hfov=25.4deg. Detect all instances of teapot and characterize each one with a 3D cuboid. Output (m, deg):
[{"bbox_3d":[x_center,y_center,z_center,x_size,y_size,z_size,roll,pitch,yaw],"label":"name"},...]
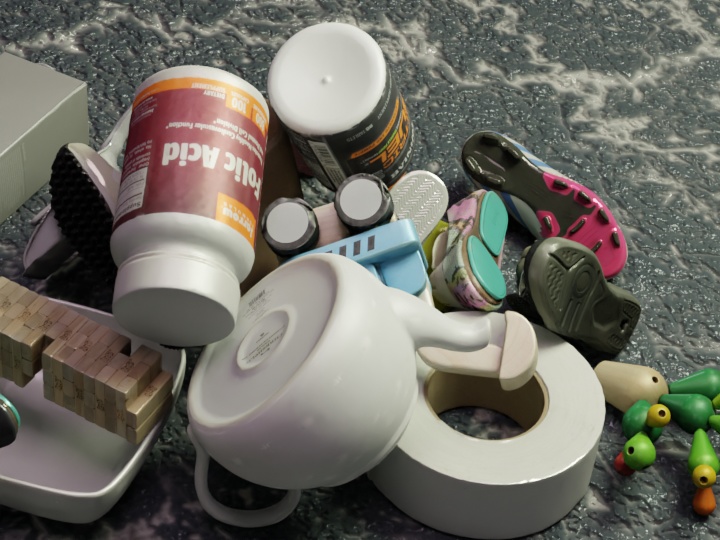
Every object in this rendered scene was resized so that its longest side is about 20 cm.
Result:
[{"bbox_3d":[-0.029,0.097,1.230,0.199,0.146,0.198,-9,46,50],"label":"teapot"}]

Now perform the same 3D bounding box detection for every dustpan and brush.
[{"bbox_3d":[-0.235,-0.081,1.421,0.200,0.140,0.057,-43,90,-2],"label":"dustpan and brush"}]

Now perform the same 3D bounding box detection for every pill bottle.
[{"bbox_3d":[-0.136,-0.050,1.262,0.113,0.114,0.201,4,61,-1],"label":"pill bottle"},{"bbox_3d":[-0.009,-0.131,1.423,0.106,0.200,0.107,-4,72,11],"label":"pill bottle"}]

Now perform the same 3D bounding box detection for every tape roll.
[{"bbox_3d":[0.100,0.126,1.336,0.201,0.071,0.203,3,42,-3],"label":"tape roll"}]

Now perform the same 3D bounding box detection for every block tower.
[{"bbox_3d":[-0.245,0.064,1.272,0.199,0.054,0.058,23,43,17],"label":"block tower"}]

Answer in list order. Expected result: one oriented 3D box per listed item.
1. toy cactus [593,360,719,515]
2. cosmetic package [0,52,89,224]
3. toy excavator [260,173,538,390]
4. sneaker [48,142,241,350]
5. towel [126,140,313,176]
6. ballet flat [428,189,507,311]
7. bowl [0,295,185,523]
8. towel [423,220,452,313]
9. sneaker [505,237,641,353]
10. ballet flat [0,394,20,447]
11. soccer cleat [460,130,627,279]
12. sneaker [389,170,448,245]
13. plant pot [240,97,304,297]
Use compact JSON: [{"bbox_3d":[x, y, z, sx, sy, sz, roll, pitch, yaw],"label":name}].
[{"bbox_3d":[0.271,0.121,1.363,0.200,0.103,0.165,-32,34,-31],"label":"toy cactus"},{"bbox_3d":[-0.361,-0.121,1.556,0.106,0.091,0.200,23,42,19],"label":"cosmetic package"},{"bbox_3d":[0.032,0.024,1.324,0.193,0.100,0.201,-18,71,2],"label":"toy excavator"},{"bbox_3d":[-0.179,-0.029,1.350,0.200,0.070,0.093,51,41,8],"label":"sneaker"},{"bbox_3d":[-0.126,-0.124,1.547,0.199,0.144,0.023,-4,70,-9],"label":"towel"},{"bbox_3d":[0.096,-0.009,1.467,0.071,0.069,0.200,-29,21,20],"label":"ballet flat"},{"bbox_3d":[-0.254,0.119,1.304,0.199,0.075,0.200,14,42,11],"label":"bowl"},{"bbox_3d":[0.049,0.015,1.496,0.086,0.018,0.200,24,45,19],"label":"towel"},{"bbox_3d":[0.165,0.012,1.410,0.114,0.199,0.077,24,88,31],"label":"sneaker"},{"bbox_3d":[-0.351,0.102,1.208,0.199,0.073,0.073,20,43,25],"label":"ballet flat"},{"bbox_3d":[0.183,-0.066,1.565,0.200,0.086,0.070,42,94,12],"label":"soccer cleat"},{"bbox_3d":[0.000,0.000,1.455,0.074,0.116,0.200,44,82,0],"label":"sneaker"},{"bbox_3d":[-0.125,-0.066,1.452,0.199,0.175,0.201,4,41,-3],"label":"plant pot"}]
